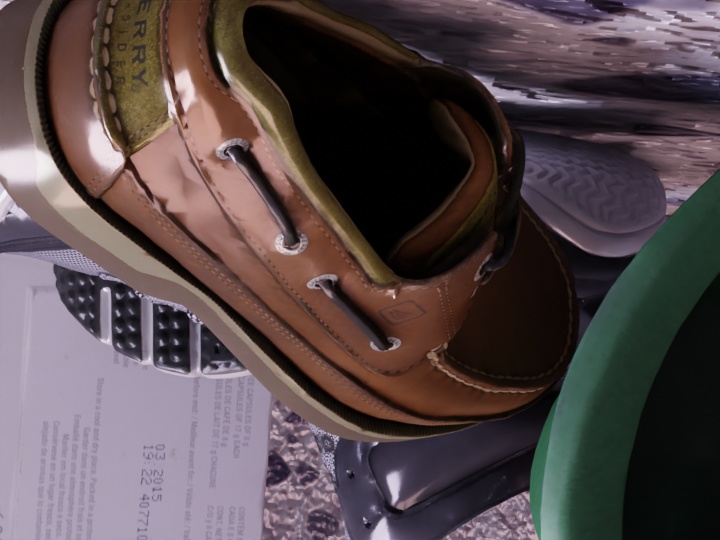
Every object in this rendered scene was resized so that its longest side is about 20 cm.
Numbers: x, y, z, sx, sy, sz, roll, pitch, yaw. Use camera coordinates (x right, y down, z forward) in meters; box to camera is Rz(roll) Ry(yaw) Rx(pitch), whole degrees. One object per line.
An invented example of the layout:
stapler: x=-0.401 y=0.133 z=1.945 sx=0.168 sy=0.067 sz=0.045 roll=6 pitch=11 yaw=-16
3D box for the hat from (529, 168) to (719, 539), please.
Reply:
hat: x=0.072 y=0.042 z=0.708 sx=0.166 sy=0.200 sz=0.176 roll=43 pitch=169 yaw=-26

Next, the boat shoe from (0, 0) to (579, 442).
boat shoe: x=0.004 y=-0.009 z=0.609 sx=0.068 sy=0.072 sz=0.200 roll=-12 pitch=159 yaw=32

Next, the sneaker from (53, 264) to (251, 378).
sneaker: x=0.000 y=0.000 z=0.838 sx=0.199 sy=0.074 sz=0.080 roll=4 pitch=177 yaw=21

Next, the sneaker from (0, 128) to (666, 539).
sneaker: x=-0.019 y=0.018 z=0.743 sx=0.199 sy=0.115 sz=0.076 roll=3 pitch=-168 yaw=7

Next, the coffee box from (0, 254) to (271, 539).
coffee box: x=-0.170 y=0.089 z=1.248 sx=0.199 sy=0.201 sz=0.198 roll=6 pitch=176 yaw=-24
